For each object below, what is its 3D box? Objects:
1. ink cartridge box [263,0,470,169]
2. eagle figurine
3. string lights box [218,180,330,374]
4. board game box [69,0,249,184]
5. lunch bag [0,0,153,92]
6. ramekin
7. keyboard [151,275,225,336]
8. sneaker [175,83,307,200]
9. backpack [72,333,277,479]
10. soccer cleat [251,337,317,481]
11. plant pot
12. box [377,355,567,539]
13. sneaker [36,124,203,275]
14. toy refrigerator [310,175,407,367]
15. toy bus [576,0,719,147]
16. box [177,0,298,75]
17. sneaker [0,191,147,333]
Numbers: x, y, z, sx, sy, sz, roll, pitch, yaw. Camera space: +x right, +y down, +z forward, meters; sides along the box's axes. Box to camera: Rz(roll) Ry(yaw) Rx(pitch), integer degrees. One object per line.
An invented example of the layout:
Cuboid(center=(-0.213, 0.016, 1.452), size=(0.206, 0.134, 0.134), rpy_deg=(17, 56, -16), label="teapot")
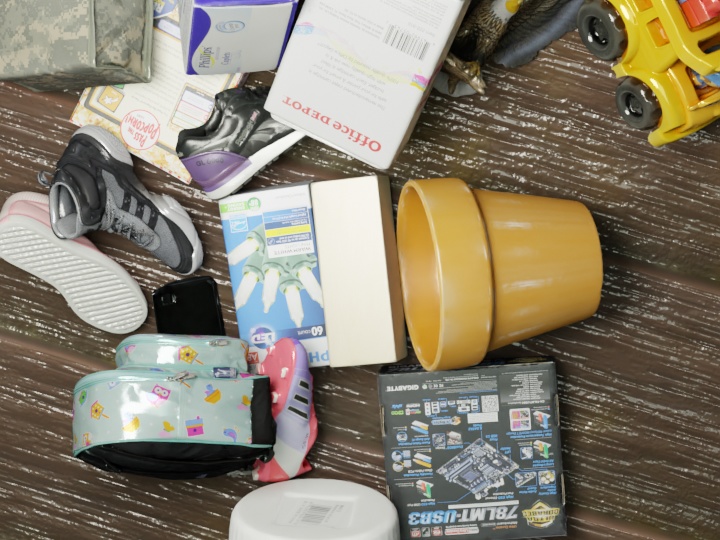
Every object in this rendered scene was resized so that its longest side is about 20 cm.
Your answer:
Cuboid(center=(0.009, -0.223, 1.503), size=(0.144, 0.085, 0.200), rpy_deg=(27, 119, 4), label="ink cartridge box")
Cuboid(center=(0.146, -0.278, 1.581), size=(0.200, 0.151, 0.152), rpy_deg=(-54, 135, -20), label="eagle figurine")
Cuboid(center=(-0.089, 0.008, 1.652), size=(0.103, 0.059, 0.200), rpy_deg=(-8, 97, 5), label="string lights box")
Cuboid(center=(-0.206, -0.218, 1.640), size=(0.151, 0.046, 0.200), rpy_deg=(28, 99, 0), label="board game box")
Cuboid(center=(-0.308, -0.296, 1.580), size=(0.164, 0.118, 0.200), rpy_deg=(-1, 87, 30), label="lunch bag")
Cuboid(center=(-0.049, 0.299, 1.610), size=(0.200, 0.200, 0.098), rpy_deg=(1, 104, 5), label="ramekin")
Cuboid(center=(-0.201, 0.110, 1.695), size=(0.104, 0.040, 0.200), rpy_deg=(-10, 96, -17), label="keyboard")
Cuboid(center=(-0.107, -0.168, 1.600), size=(0.200, 0.076, 0.088), rpy_deg=(-41, 116, -5), label="sneaker")
Cuboid(center=(-0.206, 0.145, 1.586), size=(0.200, 0.176, 0.153), rpy_deg=(-4, 79, -21), label="backpack")
Cuboid(center=(-0.076, 0.150, 1.636), size=(0.076, 0.067, 0.200), rpy_deg=(-5, 128, -25), label="soccer cleat")
Cuboid(center=(0.148, -0.004, 1.576), size=(0.183, 0.200, 0.200), rpy_deg=(-6, 97, -10), label="plant pot")
Cuboid(center=(0.124, 0.200, 1.665), size=(0.200, 0.050, 0.199), rpy_deg=(-5, 98, 5), label="box")
Cuboid(center=(-0.264, -0.053, 1.618), size=(0.200, 0.114, 0.075), rpy_deg=(50, 138, -13), label="sneaker")
Cuboid(center=(0.000, 0.000, 1.630), size=(0.076, 0.070, 0.200), rpy_deg=(-6, 92, 14), label="toy refrigerator")
Cuboid(center=(0.336, -0.243, 1.505), size=(0.136, 0.192, 0.200), rpy_deg=(-29, 96, -23), label="toy bus")
Cuboid(center=(-0.132, -0.324, 1.520), size=(0.105, 0.184, 0.200), rpy_deg=(-4, 77, -10), label="box")
Cuboid(center=(-0.318, -0.017, 1.665), size=(0.200, 0.105, 0.075), rpy_deg=(38, 107, -27), label="sneaker")
